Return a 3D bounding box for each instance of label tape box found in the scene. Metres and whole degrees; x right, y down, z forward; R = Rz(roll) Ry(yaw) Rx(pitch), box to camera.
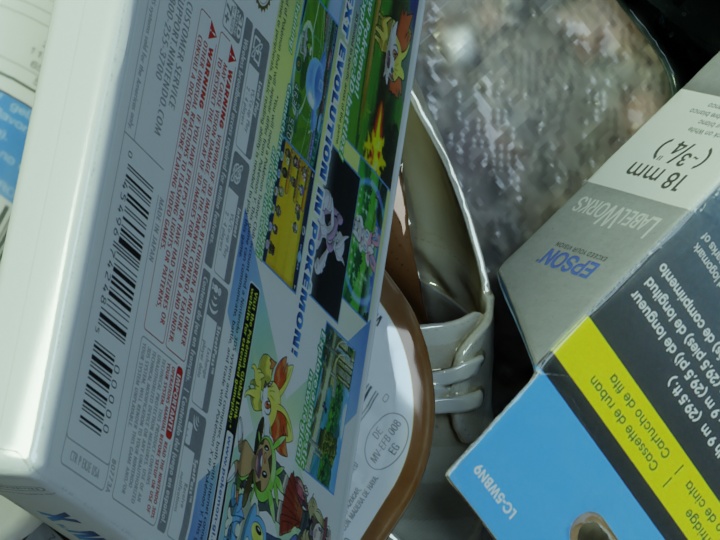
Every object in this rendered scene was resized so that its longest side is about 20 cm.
[{"bbox_3d":[0.114,0.033,0.878,0.200,0.063,0.144,-44,118,-15],"label":"label tape box"}]

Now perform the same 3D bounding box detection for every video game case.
[{"bbox_3d":[-0.032,-0.021,0.708,0.022,0.182,0.200,2,70,20],"label":"video game case"}]

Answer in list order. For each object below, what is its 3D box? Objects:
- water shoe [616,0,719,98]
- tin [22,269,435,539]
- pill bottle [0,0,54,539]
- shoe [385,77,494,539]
[{"bbox_3d":[0.110,-0.127,0.927,0.079,0.071,0.200,-15,87,-29],"label":"water shoe"},{"bbox_3d":[-0.054,0.064,0.773,0.112,0.042,0.200,43,58,-15],"label":"tin"},{"bbox_3d":[-0.093,-0.035,0.731,0.112,0.112,0.200,36,46,-15],"label":"pill bottle"},{"bbox_3d":[0.000,0.000,0.863,0.070,0.053,0.200,-11,85,-26],"label":"shoe"}]
